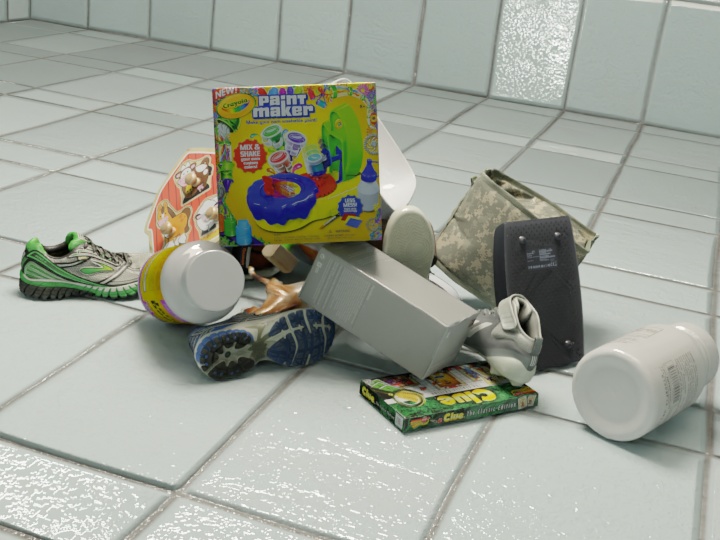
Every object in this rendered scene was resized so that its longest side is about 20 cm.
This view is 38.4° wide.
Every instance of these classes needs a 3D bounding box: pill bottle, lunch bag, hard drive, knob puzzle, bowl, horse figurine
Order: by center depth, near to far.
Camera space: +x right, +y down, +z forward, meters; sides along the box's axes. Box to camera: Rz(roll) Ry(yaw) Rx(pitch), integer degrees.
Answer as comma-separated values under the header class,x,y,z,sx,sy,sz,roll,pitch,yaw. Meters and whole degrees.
class,x,y,z,sx,sy,sz,roll,pitch,yaw
pill bottle,0.358,0.128,1.273,0.114,0.115,0.200,23,25,37
pill bottle,-0.213,0.016,1.316,0.104,0.105,0.200,-3,-2,-25
hard drive,0.239,0.031,1.398,0.134,0.201,0.042,-8,2,-33
bowl,-0.011,-0.163,1.467,0.075,0.200,0.200,-33,10,23
horse figurine,-0.079,0.034,1.480,0.199,0.050,0.133,2,23,-16
lunch bag,0.218,-0.037,1.523,0.200,0.164,0.118,36,26,8
knob puzzle,-0.255,-0.106,1.535,0.219,0.220,0.030,27,-4,44

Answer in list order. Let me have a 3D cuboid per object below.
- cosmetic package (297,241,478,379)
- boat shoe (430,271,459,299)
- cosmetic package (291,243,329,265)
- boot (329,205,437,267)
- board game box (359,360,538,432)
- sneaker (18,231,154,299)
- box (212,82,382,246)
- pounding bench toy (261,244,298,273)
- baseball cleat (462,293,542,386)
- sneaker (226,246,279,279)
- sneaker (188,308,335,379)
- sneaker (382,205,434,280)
class,x,y,z,sx,sy,sz,roll,pitch,yaw
cosmetic package,0.036,0.044,1.305,0.200,0.090,0.107,36,22,21
boat shoe,0.081,0.017,1.550,0.068,0.074,0.199,-29,29,-36
cosmetic package,-0.088,-0.062,1.648,0.200,0.071,0.101,25,-16,41
boot,0.023,-0.064,1.512,0.199,0.070,0.146,15,28,-31
board game box,0.109,0.151,1.267,0.199,0.024,0.105,-6,25,-31
sneaker,-0.375,-0.009,1.454,0.199,0.086,0.078,-2,22,-25
box,-0.079,-0.132,1.299,0.199,0.194,0.122,-3,4,-3
pounding bench toy,-0.093,-0.109,1.525,0.124,0.156,0.200,41,16,-48
baseball cleat,0.170,0.068,1.330,0.070,0.107,0.200,10,17,-37
sneaker,-0.209,-0.032,1.581,0.199,0.079,0.079,3,14,-14
sneaker,-0.126,0.079,1.313,0.199,0.077,0.085,-6,19,-32
sneaker,0.059,-0.008,1.420,0.075,0.201,0.085,-10,32,-10
